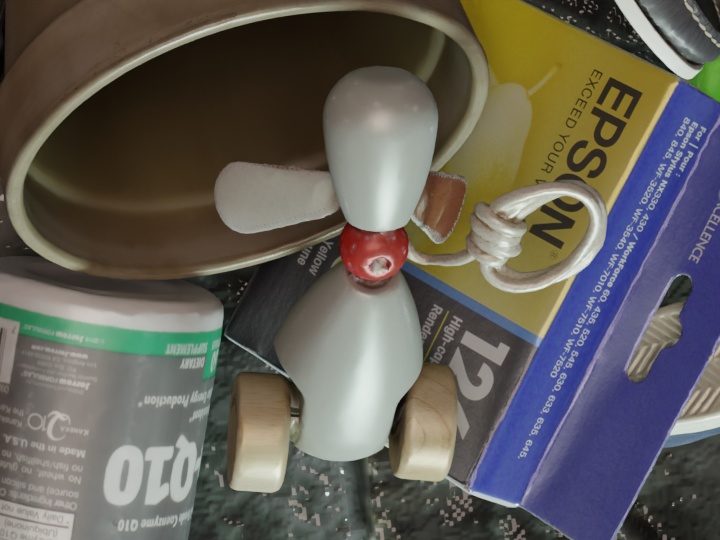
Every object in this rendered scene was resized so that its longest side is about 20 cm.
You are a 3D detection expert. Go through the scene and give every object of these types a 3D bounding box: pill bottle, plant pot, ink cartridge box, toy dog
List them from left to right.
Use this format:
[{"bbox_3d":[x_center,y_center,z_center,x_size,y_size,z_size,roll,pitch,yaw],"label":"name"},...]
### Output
[{"bbox_3d":[-0.130,0.100,0.980,0.113,0.113,0.200,9,97,-2],"label":"pill bottle"},{"bbox_3d":[-0.066,-0.120,0.916,0.200,0.200,0.174,-19,65,2],"label":"plant pot"},{"bbox_3d":[0.000,0.000,0.895,0.132,0.096,0.200,19,121,-22],"label":"toy dog"},{"bbox_3d":[0.062,-0.010,0.958,0.200,0.047,0.198,30,96,30],"label":"ink cartridge box"}]

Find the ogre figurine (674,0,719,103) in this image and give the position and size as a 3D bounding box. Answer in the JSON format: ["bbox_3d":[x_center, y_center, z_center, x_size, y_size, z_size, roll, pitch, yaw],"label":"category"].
[{"bbox_3d":[0.217,-0.114,0.968,0.200,0.098,0.120,-18,109,13],"label":"ogre figurine"}]

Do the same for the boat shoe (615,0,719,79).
[{"bbox_3d":[0.108,-0.175,0.898,0.060,0.074,0.200,-25,97,20],"label":"boat shoe"}]

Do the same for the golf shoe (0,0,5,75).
[{"bbox_3d":[-0.200,-0.074,0.977,0.078,0.094,0.200,45,123,19],"label":"golf shoe"}]

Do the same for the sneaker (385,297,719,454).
[{"bbox_3d":[0.097,0.054,1.003,0.200,0.084,0.075,-3,80,23],"label":"sneaker"}]
